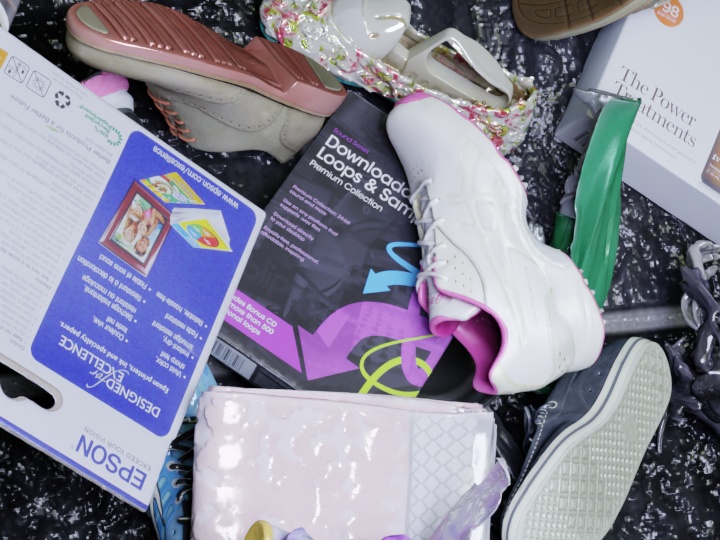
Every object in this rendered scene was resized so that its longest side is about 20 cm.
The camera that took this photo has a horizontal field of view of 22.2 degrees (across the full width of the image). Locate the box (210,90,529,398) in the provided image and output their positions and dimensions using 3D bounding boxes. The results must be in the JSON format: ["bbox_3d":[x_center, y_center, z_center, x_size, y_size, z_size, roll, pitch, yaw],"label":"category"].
[{"bbox_3d":[0.000,0.000,1.137,0.142,0.036,0.201,33,59,0],"label":"box"}]

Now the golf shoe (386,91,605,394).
[{"bbox_3d":[0.064,-0.016,1.105,0.091,0.075,0.201,-28,76,-23],"label":"golf shoe"}]

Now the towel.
[{"bbox_3d":[-0.009,0.169,1.033,0.189,0.032,0.202,4,87,-28],"label":"towel"}]

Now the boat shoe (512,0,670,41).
[{"bbox_3d":[0.195,-0.207,1.231,0.065,0.199,0.073,18,51,-53],"label":"boat shoe"}]

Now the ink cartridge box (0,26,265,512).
[{"bbox_3d":[-0.167,0.000,1.003,0.197,0.047,0.201,35,60,-24],"label":"ink cartridge box"}]

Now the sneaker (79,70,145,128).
[{"bbox_3d":[-0.193,-0.037,1.062,0.199,0.080,0.087,-36,95,-26],"label":"sneaker"}]

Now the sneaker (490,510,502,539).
[{"bbox_3d":[0.063,0.159,1.127,0.199,0.083,0.072,36,66,-12],"label":"sneaker"}]

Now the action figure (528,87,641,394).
[{"bbox_3d":[0.138,-0.016,1.189,0.054,0.118,0.202,15,99,20],"label":"action figure"}]

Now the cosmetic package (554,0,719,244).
[{"bbox_3d":[0.251,-0.110,1.294,0.199,0.052,0.152,31,65,-14],"label":"cosmetic package"}]

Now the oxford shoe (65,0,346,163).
[{"bbox_3d":[-0.097,-0.105,1.095,0.199,0.074,0.071,15,28,-40],"label":"oxford shoe"}]

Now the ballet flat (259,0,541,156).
[{"bbox_3d":[0.032,-0.142,1.192,0.199,0.064,0.076,25,45,-19],"label":"ballet flat"}]

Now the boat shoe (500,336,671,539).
[{"bbox_3d":[0.130,0.113,1.137,0.200,0.062,0.075,-51,127,-43],"label":"boat shoe"}]

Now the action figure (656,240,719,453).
[{"bbox_3d":[0.268,0.040,1.238,0.199,0.102,0.119,-32,125,10],"label":"action figure"}]

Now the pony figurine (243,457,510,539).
[{"bbox_3d":[0.015,0.199,0.960,0.199,0.167,0.194,23,114,-29],"label":"pony figurine"}]

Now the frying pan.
[{"bbox_3d":[0.075,0.064,1.181,0.190,0.031,0.115,42,64,-8],"label":"frying pan"}]

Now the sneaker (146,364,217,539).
[{"bbox_3d":[-0.089,0.129,1.062,0.078,0.090,0.202,-13,84,-25],"label":"sneaker"}]

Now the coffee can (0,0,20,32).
[{"bbox_3d":[-0.236,-0.242,1.053,0.145,0.146,0.202,24,70,-17],"label":"coffee can"}]
